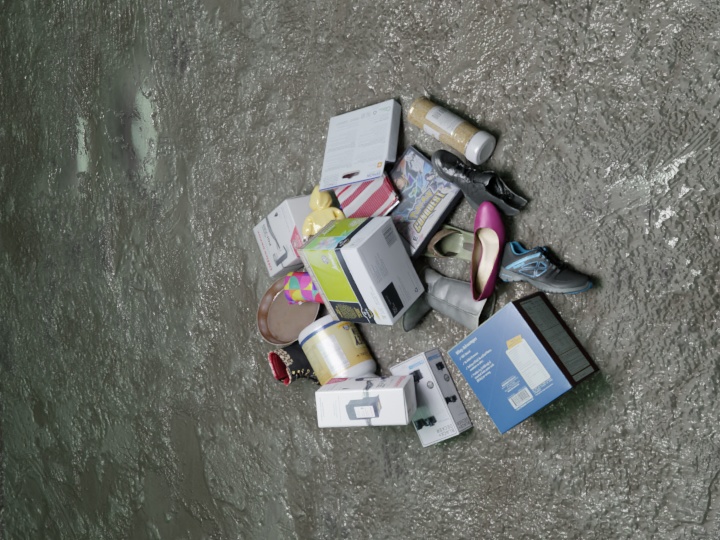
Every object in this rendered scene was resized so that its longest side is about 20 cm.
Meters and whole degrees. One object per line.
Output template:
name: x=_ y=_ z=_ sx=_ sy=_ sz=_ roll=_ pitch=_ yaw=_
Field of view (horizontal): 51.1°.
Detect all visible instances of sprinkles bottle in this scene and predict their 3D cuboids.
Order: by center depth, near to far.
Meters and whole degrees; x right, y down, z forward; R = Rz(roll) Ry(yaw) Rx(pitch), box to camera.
sprinkles bottle: x=0.192 y=-0.301 z=1.606 sx=0.200 sy=0.068 sz=0.068 roll=38 pitch=120 yaw=29

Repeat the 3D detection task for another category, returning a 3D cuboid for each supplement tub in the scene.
supplement tub: x=-0.049 y=0.216 z=1.843 sx=0.144 sy=0.144 sz=0.200 roll=-40 pitch=73 yaw=37

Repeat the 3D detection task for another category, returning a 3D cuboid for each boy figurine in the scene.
boy figurine: x=-0.086 y=-0.104 z=1.801 sx=0.124 sy=0.064 sz=0.200 roll=-19 pitch=81 yaw=4

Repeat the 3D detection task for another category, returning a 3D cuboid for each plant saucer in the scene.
plant saucer: x=-0.181 y=0.104 z=1.957 sx=0.200 sy=0.034 sz=0.201 roll=-15 pitch=59 yaw=26

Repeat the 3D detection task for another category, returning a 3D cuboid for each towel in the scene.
towel: x=0.006 y=-0.185 z=1.744 sx=0.144 sy=0.023 sz=0.200 roll=-44 pitch=48 yaw=24

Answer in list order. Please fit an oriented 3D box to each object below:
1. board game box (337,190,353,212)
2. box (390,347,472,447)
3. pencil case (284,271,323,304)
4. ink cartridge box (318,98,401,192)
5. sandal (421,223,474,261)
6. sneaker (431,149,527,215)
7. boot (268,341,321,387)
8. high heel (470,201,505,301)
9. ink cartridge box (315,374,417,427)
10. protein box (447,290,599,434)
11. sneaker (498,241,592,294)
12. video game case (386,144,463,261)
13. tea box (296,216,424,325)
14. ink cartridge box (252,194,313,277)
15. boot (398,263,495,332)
board game box: x=0.012 y=-0.075 z=1.808 sx=0.134 sy=0.045 sz=0.200 roll=-48 pitch=68 yaw=35
box: x=0.162 y=0.292 z=1.735 sx=0.117 sy=0.060 sz=0.200 roll=-30 pitch=78 yaw=39
pencil case: x=-0.094 y=0.045 z=1.855 sx=0.200 sy=0.088 sz=0.089 roll=-1 pitch=97 yaw=34
ink cartridge box: x=-0.001 y=-0.280 z=1.739 sx=0.199 sy=0.041 sz=0.200 roll=-6 pitch=67 yaw=40
sandal: x=0.191 y=-0.061 z=1.653 sx=0.201 sy=0.057 sz=0.080 roll=9 pitch=105 yaw=37
sneaker: x=0.242 y=-0.186 z=1.552 sx=0.200 sy=0.060 sz=0.104 roll=45 pitch=156 yaw=-10
boot: x=-0.137 y=0.264 z=1.919 sx=0.073 sy=0.150 sz=0.200 roll=-42 pitch=72 yaw=36
high heel: x=0.256 y=-0.037 z=1.544 sx=0.067 sy=0.096 sz=0.200 roll=3 pitch=115 yaw=28
ink cartridge box: x=0.017 y=0.290 z=1.677 sx=0.200 sy=0.145 sz=0.085 roll=-4 pitch=94 yaw=13
protein box: x=0.327 y=0.185 z=1.532 sx=0.199 sy=0.135 sz=0.200 roll=-45 pitch=69 yaw=35
sneaker: x=0.368 y=-0.004 z=1.507 sx=0.200 sy=0.073 sz=0.082 roll=15 pitch=107 yaw=37
video game case: x=0.114 y=-0.151 z=1.680 sx=0.181 sy=0.025 sz=0.200 roll=45 pitch=109 yaw=34
tea box: x=0.000 y=0.000 z=1.657 sx=0.196 sy=0.134 sz=0.200 roll=1 pitch=125 yaw=45
ink cartridge box: x=-0.179 y=-0.085 z=1.914 sx=0.200 sy=0.085 sz=0.146 roll=-33 pitch=75 yaw=53
boot: x=0.191 y=0.092 z=1.681 sx=0.200 sy=0.073 sz=0.182 roll=26 pitch=114 yaw=28
